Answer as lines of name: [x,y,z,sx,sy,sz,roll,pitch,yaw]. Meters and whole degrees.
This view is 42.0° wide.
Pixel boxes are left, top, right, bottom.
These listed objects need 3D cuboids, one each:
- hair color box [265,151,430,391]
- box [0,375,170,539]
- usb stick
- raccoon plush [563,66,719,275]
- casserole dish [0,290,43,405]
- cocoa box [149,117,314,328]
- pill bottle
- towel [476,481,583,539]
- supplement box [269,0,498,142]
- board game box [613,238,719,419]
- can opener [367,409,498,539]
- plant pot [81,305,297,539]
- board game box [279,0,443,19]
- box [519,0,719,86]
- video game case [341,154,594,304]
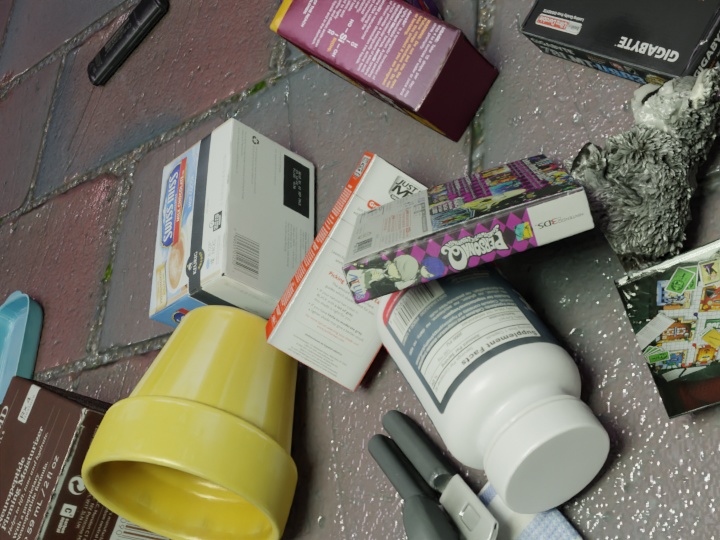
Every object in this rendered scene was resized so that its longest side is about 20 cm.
hair color box: [0.000,0.000,0.893,0.201,0.101,0.061,-59,12,5]
box: [-0.314,0.234,1.062,0.199,0.163,0.168,8,76,48]
usb stick: [-0.389,-0.387,1.564,0.200,0.032,0.056,-40,53,25]
raccoon plush: [0.249,-0.051,0.710,0.133,0.097,0.202,-30,80,14]
casserole dish: [-0.537,0.131,1.448,0.120,0.039,0.202,-21,56,39]
cocoa box: [-0.139,-0.036,1.041,0.130,0.133,0.202,-26,53,36]
pill bottle: [0.102,0.084,0.737,0.120,0.119,0.201,-49,43,16]
towel: [0.125,0.258,0.697,0.148,0.024,0.200,-55,42,11]
supplement box: [0.023,-0.220,0.937,0.199,0.110,0.086,35,97,28]
board game box: [0.278,0.018,0.615,0.198,0.023,0.106,-25,79,30]
can opener: [0.051,0.173,0.765,0.053,0.066,0.200,-57,24,6]
plant pot: [-0.145,0.148,0.925,0.199,0.201,0.190,-18,42,39]
board game box: [-0.015,-0.310,1.044,0.198,0.120,0.032,10,58,41]
box: [0.260,-0.263,0.807,0.200,0.049,0.200,-59,40,5]
video game case: [0.079,-0.040,0.749,0.179,0.036,0.200,-18,12,6]
